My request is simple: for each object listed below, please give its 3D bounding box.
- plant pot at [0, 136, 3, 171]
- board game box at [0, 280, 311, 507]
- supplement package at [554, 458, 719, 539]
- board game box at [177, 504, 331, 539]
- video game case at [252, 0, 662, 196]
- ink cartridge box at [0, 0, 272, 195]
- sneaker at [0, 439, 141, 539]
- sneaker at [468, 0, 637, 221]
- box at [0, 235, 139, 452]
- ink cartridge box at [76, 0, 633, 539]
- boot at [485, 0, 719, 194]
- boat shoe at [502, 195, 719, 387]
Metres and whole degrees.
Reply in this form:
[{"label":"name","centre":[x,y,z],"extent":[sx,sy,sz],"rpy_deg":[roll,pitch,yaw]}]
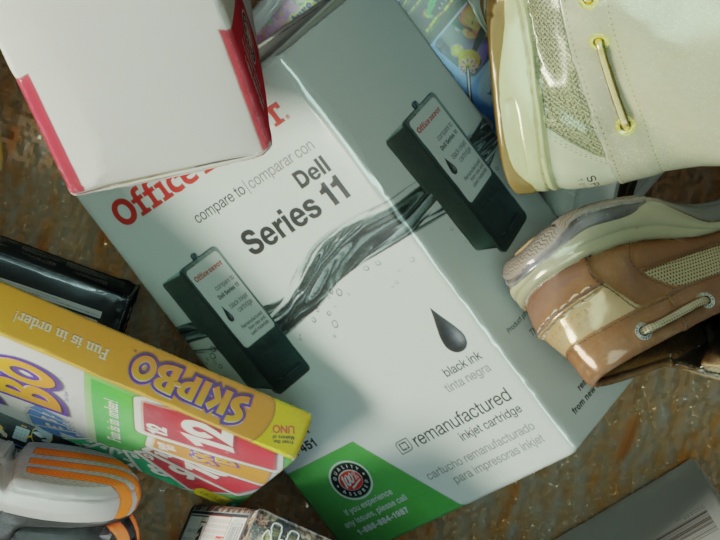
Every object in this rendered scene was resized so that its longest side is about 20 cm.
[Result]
[{"label":"plant pot","centre":[-0.229,-0.111,1.002],"extent":[0.201,0.201,0.189],"rpy_deg":[-14,95,1]},{"label":"board game box","centre":[-0.126,0.040,1.038],"extent":[0.200,0.096,0.030],"rpy_deg":[26,66,-9]},{"label":"supplement package","centre":[0.115,0.181,1.056],"extent":[0.156,0.200,0.111],"rpy_deg":[-31,98,3]},{"label":"board game box","centre":[-0.052,0.206,1.050],"extent":[0.097,0.159,0.200],"rpy_deg":[24,81,-10]},{"label":"video game case","centre":[0.067,-0.107,1.103],"extent":[0.182,0.024,0.200],"rpy_deg":[40,97,-6]},{"label":"ink cartridge box","centre":[-0.097,-0.152,0.951],"extent":[0.086,0.148,0.200],"rpy_deg":[-15,55,4]},{"label":"sneaker","centre":[-0.195,0.124,1.059],"extent":[0.200,0.078,0.112],"rpy_deg":[10,104,3]},{"label":"sneaker","centre":[0.081,-0.091,1.059],"extent":[0.085,0.073,0.200],"rpy_deg":[8,107,12]},{"label":"box","centre":[-0.216,0.048,1.109],"extent":[0.200,0.046,0.159],"rpy_deg":[20,97,-4]},{"label":"ink cartridge box","centre":[0.000,0.000,1.055],"extent":[0.147,0.083,0.200],"rpy_deg":[-31,99,42]},{"label":"boot","centre":[0.125,-0.127,0.964],"extent":[0.155,0.072,0.200],"rpy_deg":[-1,109,12]},{"label":"boat shoe","centre":[0.147,0.011,1.021],"extent":[0.200,0.076,0.072],"rpy_deg":[-9,64,-34]}]
